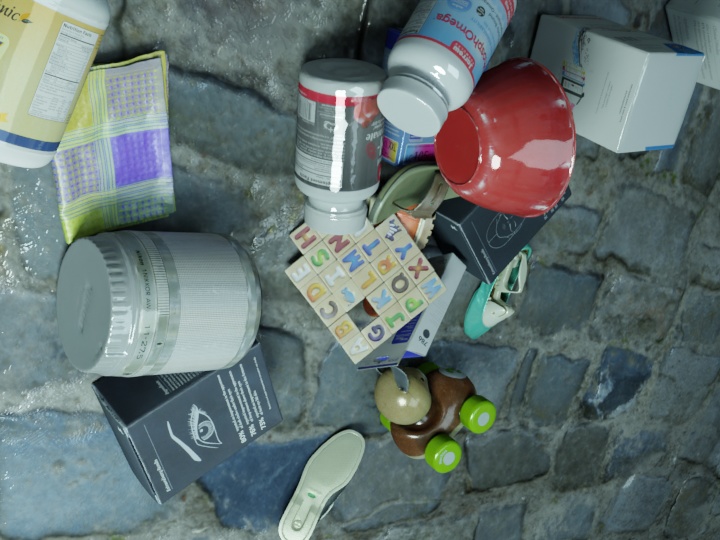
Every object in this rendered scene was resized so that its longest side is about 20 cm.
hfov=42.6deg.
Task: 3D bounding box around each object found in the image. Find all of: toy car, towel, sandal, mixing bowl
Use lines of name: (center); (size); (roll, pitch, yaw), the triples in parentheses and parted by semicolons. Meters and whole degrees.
toy car: (0.083, 0.183, 1.427); (0.158, 0.164, 0.200); (-46, 125, -10)
towel: (-0.270, -0.135, 1.010); (0.142, 0.023, 0.203); (-18, 125, -35)
sandal: (0.097, -0.104, 1.232); (0.199, 0.058, 0.080); (-19, 148, -31)
mixing bowl: (0.161, -0.159, 1.152); (0.107, 0.200, 0.203); (-11, 122, -29)

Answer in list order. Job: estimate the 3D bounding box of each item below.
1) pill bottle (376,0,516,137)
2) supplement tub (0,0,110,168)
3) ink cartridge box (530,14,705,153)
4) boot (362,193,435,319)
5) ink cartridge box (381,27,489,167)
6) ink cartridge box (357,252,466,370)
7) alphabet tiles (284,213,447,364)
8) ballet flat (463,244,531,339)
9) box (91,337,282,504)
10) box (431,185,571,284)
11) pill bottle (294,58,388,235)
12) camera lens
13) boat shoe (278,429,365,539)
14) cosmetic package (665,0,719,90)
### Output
pill bottle: (0.099, -0.262, 1.091); (0.109, 0.108, 0.202); (50, 61, -46)
supplement tub: (-0.314, -0.211, 0.836); (0.143, 0.144, 0.202); (16, 103, -45)
ink cartridge box: (0.363, -0.279, 1.359); (0.146, 0.200, 0.146); (-10, 123, -37)
boot: (0.024, -0.021, 1.318); (0.106, 0.075, 0.202); (8, 117, -22)
ink cartridge box: (0.094, -0.246, 1.231); (0.135, 0.076, 0.203); (-9, 119, -38)
ink cartridge box: (0.075, 0.068, 1.334); (0.039, 0.099, 0.201); (42, 61, -23)
alphabet tiles: (0.000, 0.000, 1.258); (0.167, 0.008, 0.201); (-38, 105, -3)
ballet flat: (0.228, 0.034, 1.520); (0.067, 0.070, 0.202); (2, 113, -42)
box: (-0.217, 0.170, 1.180); (0.199, 0.104, 0.149); (-31, 132, -24)
box: (0.200, -0.111, 1.382); (0.200, 0.107, 0.149); (-46, 137, -11)
pill bottle: (-0.027, -0.152, 1.152); (0.110, 0.110, 0.203); (-16, 124, -34)
camera lens: (-0.224, 0.036, 1.053); (0.198, 0.160, 0.162); (0, 115, -41)
boat shoe: (-0.063, 0.339, 1.461); (0.201, 0.071, 0.068); (-56, 174, -10)
cosmetic package: (0.648, -0.407, 1.535); (0.166, 0.199, 0.168); (-45, 137, -10)
